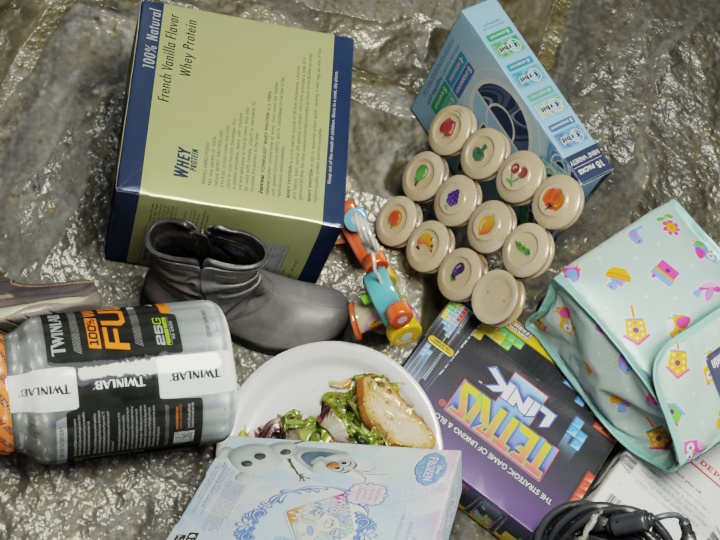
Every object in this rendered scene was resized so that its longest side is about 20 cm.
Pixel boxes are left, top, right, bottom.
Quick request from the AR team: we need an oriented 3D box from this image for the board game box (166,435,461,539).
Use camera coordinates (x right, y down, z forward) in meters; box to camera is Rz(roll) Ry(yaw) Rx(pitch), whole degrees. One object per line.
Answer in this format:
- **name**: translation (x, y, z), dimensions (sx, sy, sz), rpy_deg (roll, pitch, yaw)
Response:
- **board game box**: translation (-0.034, 0.197, 1.075), dimensions (0.197, 0.044, 0.200), rpy_deg (1, 24, 13)

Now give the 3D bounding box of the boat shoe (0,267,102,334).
- **boat shoe**: translation (-0.321, 0.025, 1.205), dimensions (0.198, 0.075, 0.074), rpy_deg (-9, 68, -20)

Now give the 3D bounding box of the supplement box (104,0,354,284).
- **supplement box**: translation (-0.120, -0.111, 1.291), dimensions (0.198, 0.134, 0.202), rpy_deg (8, 63, -11)

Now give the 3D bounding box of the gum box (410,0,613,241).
- **gum box**: translation (0.138, -0.127, 1.349), dimensions (0.044, 0.170, 0.201), rpy_deg (-26, 74, -25)

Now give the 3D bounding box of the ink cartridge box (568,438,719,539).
- **ink cartridge box**: translation (0.270, 0.212, 1.278), dimensions (0.116, 0.068, 0.200), rpy_deg (40, 59, 6)

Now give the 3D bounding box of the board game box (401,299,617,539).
- **board game box**: translation (0.125, 0.135, 1.285), dimensions (0.199, 0.057, 0.166), rpy_deg (36, 60, 4)

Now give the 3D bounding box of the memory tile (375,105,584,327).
- **memory tile**: translation (0.103, -0.053, 1.298), dimensions (0.017, 0.154, 0.200), rpy_deg (22, 13, -48)

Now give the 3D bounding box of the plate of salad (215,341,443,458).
- **plate of salad**: translation (-0.029, 0.158, 1.204), dimensions (0.198, 0.048, 0.202), rpy_deg (-2, 78, 7)

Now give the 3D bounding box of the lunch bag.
- **lunch bag**: translation (0.276, 0.063, 1.265), dimensions (0.170, 0.122, 0.200), rpy_deg (-29, 67, -27)

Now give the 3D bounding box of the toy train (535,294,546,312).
- **toy train**: translation (0.265, 0.065, 1.362), dimensions (0.198, 0.046, 0.034), rpy_deg (22, 61, -4)

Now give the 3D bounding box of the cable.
- **cable**: translation (0.213, 0.292, 1.183), dimensions (0.162, 0.051, 0.202), rpy_deg (-8, 101, 21)

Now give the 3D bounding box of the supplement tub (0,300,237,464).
- **supplement tub**: translation (-0.209, 0.093, 1.175), dimensions (0.198, 0.123, 0.124), rpy_deg (-6, 66, -18)

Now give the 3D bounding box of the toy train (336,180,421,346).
- **toy train**: translation (0.000, 0.000, 1.271), dimensions (0.055, 0.200, 0.151), rpy_deg (-27, 97, 3)

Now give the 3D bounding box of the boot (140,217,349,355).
- **boot**: translation (-0.094, 0.014, 1.239), dimensions (0.198, 0.132, 0.070), rpy_deg (5, 63, -13)
